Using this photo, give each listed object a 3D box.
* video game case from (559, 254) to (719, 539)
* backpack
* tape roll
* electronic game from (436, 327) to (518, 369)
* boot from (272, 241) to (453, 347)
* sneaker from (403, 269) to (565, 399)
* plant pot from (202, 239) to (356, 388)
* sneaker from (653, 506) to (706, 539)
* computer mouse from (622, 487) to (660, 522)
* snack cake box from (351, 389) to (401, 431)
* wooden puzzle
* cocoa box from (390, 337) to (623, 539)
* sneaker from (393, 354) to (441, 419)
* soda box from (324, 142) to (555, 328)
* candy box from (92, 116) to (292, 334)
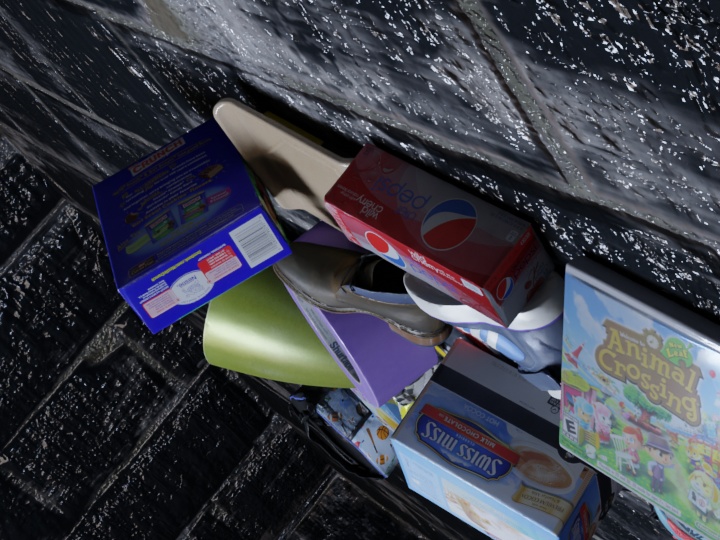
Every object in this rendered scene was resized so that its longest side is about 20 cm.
[{"bbox_3d":[0.229,0.105,1.010,0.199,0.022,0.184,31,137,40],"label":"video game case"},{"bbox_3d":[-0.005,0.233,2.119,0.191,0.154,0.200,50,173,-7],"label":"backpack"},{"bbox_3d":[-0.006,0.043,1.468,0.201,0.084,0.200,54,172,11],"label":"tape roll"},{"bbox_3d":[0.115,0.082,1.443,0.199,0.042,0.200,39,169,9],"label":"electronic game"},{"bbox_3d":[0.000,0.000,1.321,0.197,0.075,0.097,21,156,15],"label":"boot"},{"bbox_3d":[0.134,0.054,1.178,0.199,0.081,0.147,15,149,53],"label":"sneaker"},{"bbox_3d":[-0.067,0.066,1.704,0.197,0.189,0.188,21,163,15],"label":"plant pot"},{"bbox_3d":[0.344,0.218,1.170,0.198,0.080,0.096,33,159,-3],"label":"sneaker"},{"bbox_3d":[0.260,0.209,1.434,0.199,0.046,0.141,40,169,5],"label":"computer mouse"},{"bbox_3d":[0.038,0.166,1.939,0.114,0.067,0.200,26,161,48],"label":"snack cake box"},{"bbox_3d":[-0.034,-0.088,1.322,0.198,0.037,0.185,26,162,36],"label":"wooden puzzle"},{"bbox_3d":[0.150,0.189,1.356,0.198,0.132,0.134,28,158,25],"label":"cocoa box"},{"bbox_3d":[0.055,0.127,1.721,0.085,0.074,0.201,57,166,28],"label":"sneaker"},{"bbox_3d":[0.061,-0.032,1.118,0.199,0.070,0.064,30,166,41],"label":"soda box"},{"bbox_3d":[-0.178,-0.054,1.401,0.077,0.168,0.201,59,-177,-39],"label":"candy box"}]
